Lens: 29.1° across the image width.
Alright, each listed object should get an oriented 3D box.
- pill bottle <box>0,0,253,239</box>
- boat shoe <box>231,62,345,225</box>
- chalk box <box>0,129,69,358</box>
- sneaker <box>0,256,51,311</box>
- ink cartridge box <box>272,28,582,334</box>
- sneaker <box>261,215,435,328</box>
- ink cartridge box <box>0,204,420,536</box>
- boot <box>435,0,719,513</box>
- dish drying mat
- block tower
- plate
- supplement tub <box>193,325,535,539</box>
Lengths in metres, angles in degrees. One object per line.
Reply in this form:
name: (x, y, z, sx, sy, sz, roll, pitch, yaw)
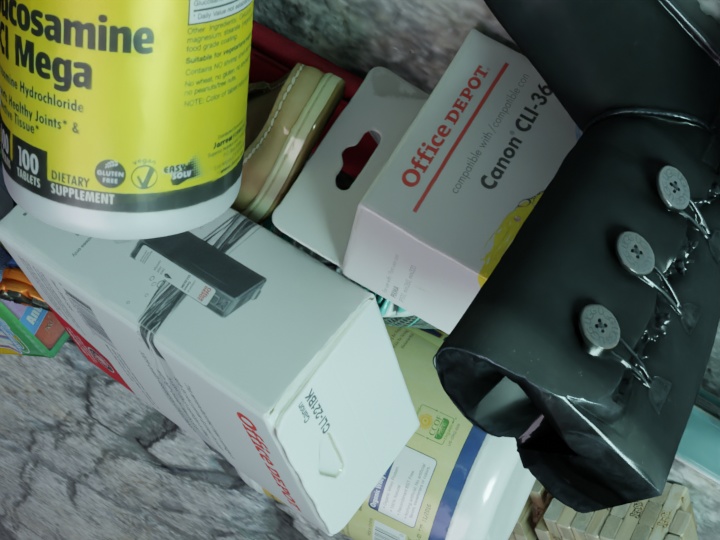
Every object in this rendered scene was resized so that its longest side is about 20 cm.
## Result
pill bottle: (-0.102, -0.125, 0.610, 0.112, 0.112, 0.201, 19, 121, 23)
boat shoe: (-0.070, -0.062, 0.736, 0.066, 0.074, 0.200, 35, 152, -10)
chalk box: (-0.243, -0.025, 0.953, 0.199, 0.125, 0.124, 1, 138, 46)
sneaker: (-0.131, -0.004, 0.880, 0.075, 0.079, 0.200, 11, 180, 41)
ink cartridge box: (0.071, -0.028, 0.638, 0.199, 0.117, 0.068, 29, 152, 7)
sneaker: (0.000, 0.000, 0.803, 0.091, 0.078, 0.200, 23, 177, -41)
ink cartridge box: (-0.076, 0.033, 0.732, 0.200, 0.084, 0.144, 32, 159, 28)
boot: (0.077, -0.031, 0.538, 0.165, 0.200, 0.066, 35, 152, -3)
dish drying mat: (-0.038, -0.094, 0.749, 0.199, 0.018, 0.077, 29, 152, 7)
block tower: (0.130, 0.157, 0.933, 0.199, 0.054, 0.058, 14, 146, 32)
plate: (0.182, 0.082, 0.715, 0.200, 0.026, 0.200, 28, -173, -4)
supplement tub: (0.009, 0.092, 0.858, 0.199, 0.145, 0.145, 24, 150, 16)
